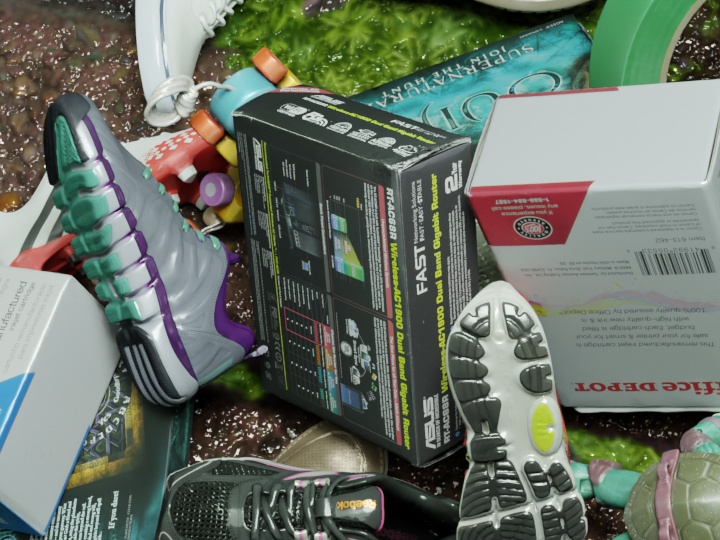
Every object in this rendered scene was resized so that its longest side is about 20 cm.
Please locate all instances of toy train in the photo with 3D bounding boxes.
[{"bbox_3d":[-0.093,-0.050,1.307,0.150,0.201,0.056,-26,62,-32],"label":"toy train"}]

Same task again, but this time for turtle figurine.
[{"bbox_3d":[0.196,0.144,1.189,0.199,0.101,0.151,-8,57,29],"label":"turtle figurine"}]

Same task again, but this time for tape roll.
[{"bbox_3d":[0.241,-0.130,1.259,0.199,0.201,0.048,-29,32,-6],"label":"tape roll"}]

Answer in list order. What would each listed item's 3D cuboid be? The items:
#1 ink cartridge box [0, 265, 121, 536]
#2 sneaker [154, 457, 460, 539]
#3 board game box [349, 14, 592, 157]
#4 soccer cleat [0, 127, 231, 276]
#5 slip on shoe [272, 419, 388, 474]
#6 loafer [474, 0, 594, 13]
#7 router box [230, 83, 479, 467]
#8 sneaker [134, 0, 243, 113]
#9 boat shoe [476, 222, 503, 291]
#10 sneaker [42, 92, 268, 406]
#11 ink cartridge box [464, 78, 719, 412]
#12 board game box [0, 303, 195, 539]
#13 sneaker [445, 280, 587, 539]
[{"bbox_3d":[-0.269,0.073,1.288,0.199,0.084,0.147,6,64,29],"label":"ink cartridge box"},{"bbox_3d":[-0.022,0.143,1.199,0.198,0.086,0.081,4,70,-23],"label":"sneaker"},{"bbox_3d":[0.072,-0.097,1.338,0.199,0.028,0.136,-22,35,-3],"label":"board game box"},{"bbox_3d":[-0.167,-0.060,1.376,0.199,0.069,0.085,-35,69,-4],"label":"soccer cleat"},{"bbox_3d":[-0.057,0.165,1.255,0.076,0.061,0.200,40,76,22],"label":"slip on shoe"},{"bbox_3d":[0.086,-0.225,1.402,0.198,0.068,0.076,5,30,11],"label":"loafer"},{"bbox_3d":[0.000,0.000,1.227,0.062,0.201,0.149,-25,33,-35],"label":"router box"},{"bbox_3d":[-0.114,-0.201,1.429,0.070,0.073,0.202,0,65,12],"label":"sneaker"},{"bbox_3d":[0.096,-0.017,1.316,0.074,0.063,0.201,7,46,28],"label":"boat shoe"},{"bbox_3d":[-0.127,-0.022,1.250,0.087,0.074,0.201,-25,101,-28],"label":"sneaker"},{"bbox_3d":[0.165,-0.010,1.197,0.145,0.201,0.083,-2,49,25],"label":"ink cartridge box"},{"bbox_3d":[-0.171,0.113,1.285,0.134,0.028,0.201,-10,56,22],"label":"board game box"},{"bbox_3d":[0.094,0.104,1.185,0.076,0.085,0.202,-2,103,8],"label":"sneaker"}]
